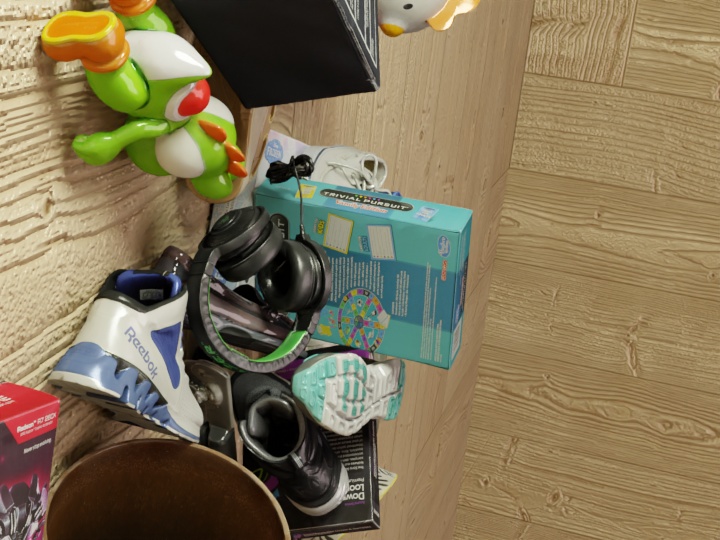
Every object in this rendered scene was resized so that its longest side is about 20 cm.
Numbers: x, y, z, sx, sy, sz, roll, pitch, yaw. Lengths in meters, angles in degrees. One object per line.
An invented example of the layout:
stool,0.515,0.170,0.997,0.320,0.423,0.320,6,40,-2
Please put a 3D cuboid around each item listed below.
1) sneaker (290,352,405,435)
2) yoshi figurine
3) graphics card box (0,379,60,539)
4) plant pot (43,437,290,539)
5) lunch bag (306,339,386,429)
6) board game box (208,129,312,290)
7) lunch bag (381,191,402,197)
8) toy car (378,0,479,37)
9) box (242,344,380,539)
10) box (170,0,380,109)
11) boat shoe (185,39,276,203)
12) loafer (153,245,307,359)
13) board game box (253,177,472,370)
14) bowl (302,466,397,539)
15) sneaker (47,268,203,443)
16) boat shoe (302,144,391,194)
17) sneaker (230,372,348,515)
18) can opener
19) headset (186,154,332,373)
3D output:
sneaker,-0.030,0.112,1.081,0.200,0.091,0.078,19,78,-66
yoshi figurine,-0.157,-0.125,0.819,0.112,0.112,0.200,61,1,40
graphics card box,-0.252,0.180,0.715,0.125,0.051,0.201,-15,117,-75
plant pot,-0.168,0.271,0.900,0.187,0.186,0.201,-57,169,-56
lunch bag,-0.046,0.144,1.365,0.200,0.117,0.165,-18,116,-67
board game box,-0.099,-0.038,1.155,0.200,0.043,0.200,5,97,-76
lunch bag,0.002,-0.019,1.384,0.200,0.132,0.136,51,52,-71
toy car,0.014,-0.264,1.101,0.184,0.199,0.178,58,45,-69
box,-0.053,0.179,1.185,0.036,0.142,0.201,58,26,-55
box,-0.065,-0.257,0.849,0.198,0.123,0.201,54,32,-65
boat shoe,-0.107,-0.158,0.992,0.069,0.073,0.201,-21,126,-82
loafer,-0.110,0.033,1.015,0.200,0.072,0.063,25,74,-51
board game box,0.000,0.000,1.077,0.047,0.199,0.152,-55,152,-55
bowl,-0.058,0.288,1.401,0.201,0.094,0.201,-43,176,-4
sneaker,-0.164,0.064,0.903,0.199,0.080,0.116,60,45,-67
boat shoe,-0.009,-0.091,1.202,0.202,0.086,0.075,-33,132,-72
sneaker,-0.086,0.143,1.121,0.075,0.200,0.114,-35,140,-7
can opener,-0.141,0.151,1.118,0.067,0.053,0.201,-62,159,-46
headset,-0.085,-0.010,0.978,0.123,0.094,0.201,33,68,-34
